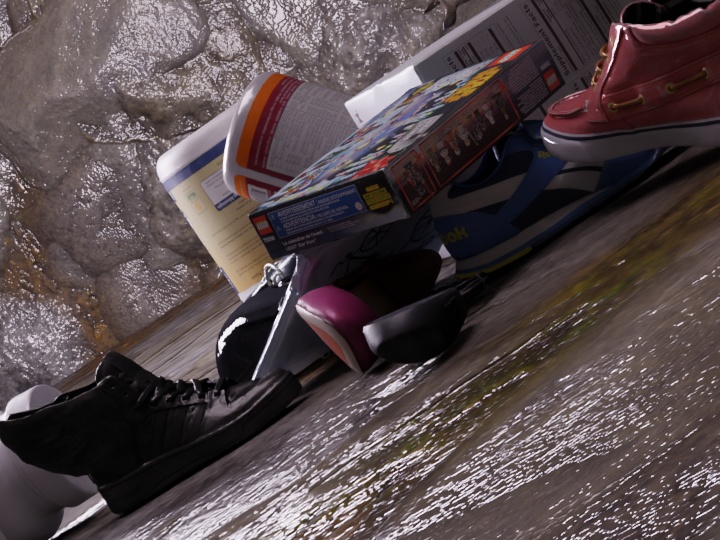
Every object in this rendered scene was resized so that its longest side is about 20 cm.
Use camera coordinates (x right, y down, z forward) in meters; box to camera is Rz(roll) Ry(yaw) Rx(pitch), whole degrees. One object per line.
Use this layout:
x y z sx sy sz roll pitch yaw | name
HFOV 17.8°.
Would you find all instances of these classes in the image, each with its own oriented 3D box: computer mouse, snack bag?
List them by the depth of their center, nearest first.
0.048 0.031 1.435 0.058 0.034 0.200 -23 1 18 | computer mouse
0.000 0.000 1.658 0.200 0.021 0.189 -34 -19 -35 | snack bag
-0.056 0.027 1.772 0.138 0.053 0.200 -34 -10 -42 | computer mouse

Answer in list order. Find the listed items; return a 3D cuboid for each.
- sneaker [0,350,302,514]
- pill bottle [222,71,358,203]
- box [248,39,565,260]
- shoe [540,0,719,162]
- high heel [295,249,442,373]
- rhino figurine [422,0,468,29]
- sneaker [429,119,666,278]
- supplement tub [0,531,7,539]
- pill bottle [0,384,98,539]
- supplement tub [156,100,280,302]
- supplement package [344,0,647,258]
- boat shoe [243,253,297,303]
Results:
-0.148 0.096 1.610 0.199 0.104 0.060 -33 4 13 | sneaker
-0.006 -0.089 1.927 0.110 0.199 0.110 18 -90 -78 | pill bottle
0.033 -0.083 1.562 0.137 0.040 0.200 -16 18 45 | box
0.177 -0.126 1.458 0.071 0.091 0.200 -36 19 -31 | shoe
0.012 0.014 1.549 0.096 0.067 0.200 -44 1 1 | high heel
0.109 -0.248 1.795 0.200 0.060 0.088 -31 16 45 | rhino figurine
0.134 -0.075 1.580 0.200 0.082 0.074 -33 3 -9 | sneaker
-0.181 0.173 0.746 0.200 0.145 0.145 -34 4 -9 | supplement tub
-0.300 0.178 1.765 0.200 0.116 0.116 -32 5 17 | pill bottle
-0.075 -0.053 2.071 0.144 0.200 0.144 -34 4 2 | supplement tub
0.126 -0.132 1.799 0.200 0.151 0.152 -35 6 -21 | supplement package
-0.049 0.014 1.942 0.200 0.075 0.062 -35 18 50 | boat shoe
